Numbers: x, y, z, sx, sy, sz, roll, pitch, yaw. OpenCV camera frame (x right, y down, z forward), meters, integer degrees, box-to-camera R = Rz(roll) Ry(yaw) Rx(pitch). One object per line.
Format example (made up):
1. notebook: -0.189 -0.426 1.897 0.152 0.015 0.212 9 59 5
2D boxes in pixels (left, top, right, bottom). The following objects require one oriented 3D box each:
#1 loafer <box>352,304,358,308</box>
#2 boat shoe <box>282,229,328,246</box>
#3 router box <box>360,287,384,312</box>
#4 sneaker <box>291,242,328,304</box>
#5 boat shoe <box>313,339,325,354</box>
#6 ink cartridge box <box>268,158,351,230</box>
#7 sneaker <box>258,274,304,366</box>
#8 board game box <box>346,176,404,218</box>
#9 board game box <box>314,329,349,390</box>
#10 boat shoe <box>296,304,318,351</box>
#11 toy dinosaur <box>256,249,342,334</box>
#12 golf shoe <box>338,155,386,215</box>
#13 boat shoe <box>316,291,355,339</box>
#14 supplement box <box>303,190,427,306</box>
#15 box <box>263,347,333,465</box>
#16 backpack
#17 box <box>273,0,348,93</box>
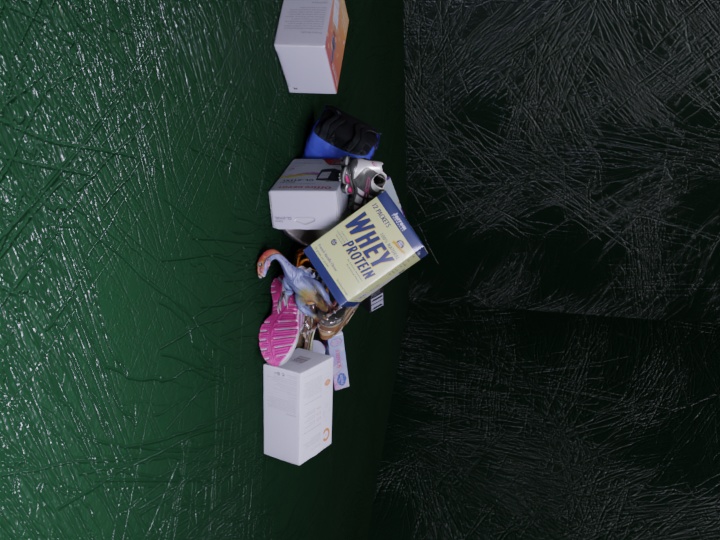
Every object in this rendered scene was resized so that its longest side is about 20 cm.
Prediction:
1. loafer: 0.000 0.000 1.720 0.070 0.075 0.201 -40 -150 31
2. boat shoe: -0.107 -0.074 1.670 0.199 0.062 0.073 14 66 -46
3. router box: -0.018 -0.005 2.017 0.052 0.200 0.158 -27 135 -27
4. sneaker: -0.113 -0.014 1.649 0.201 0.078 0.078 -114 -176 -54
5. boat shoe: -0.135 0.255 1.760 0.068 0.071 0.201 116 -7 -47
6. ink cartridge box: -0.094 -0.164 1.587 0.200 0.144 0.084 -69 158 -61
7. sneaker: -0.151 0.111 1.550 0.089 0.080 0.202 78 19 -54
8. board game box: -0.016 -0.132 1.766 0.105 0.199 0.104 -33 104 -52
9. board game box: -0.082 0.154 1.855 0.201 0.041 0.201 -115 -166 -44
10. boat shoe: -0.136 0.126 1.683 0.075 0.074 0.205 -34 127 -68
11. toy dinosaur: -0.131 0.033 1.498 0.182 0.105 0.200 53 -1 -5
12. golf shoe: 0.014 -0.160 1.546 0.200 0.087 0.078 67 24 -65
13. boat shoe: -0.049 0.086 1.728 0.200 0.075 0.074 -46 154 -52
14. supplement box: 0.017 -0.038 1.539 0.135 0.199 0.200 55 5 6
15. box: -0.130 0.282 1.592 0.124 0.097 0.202 -19 114 -57
16. backpack: -0.049 -0.268 1.775 0.200 0.161 0.169 -72 -177 -63
17. box: -0.096 -0.492 1.564 0.153 0.105 0.202 73 22 -65
